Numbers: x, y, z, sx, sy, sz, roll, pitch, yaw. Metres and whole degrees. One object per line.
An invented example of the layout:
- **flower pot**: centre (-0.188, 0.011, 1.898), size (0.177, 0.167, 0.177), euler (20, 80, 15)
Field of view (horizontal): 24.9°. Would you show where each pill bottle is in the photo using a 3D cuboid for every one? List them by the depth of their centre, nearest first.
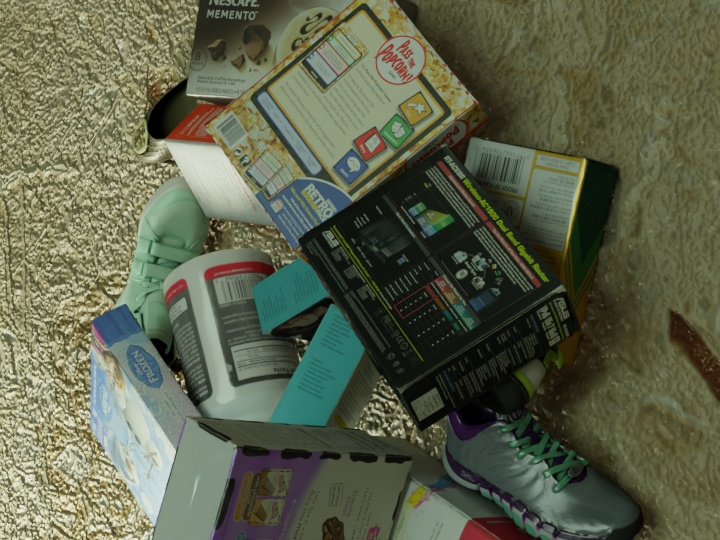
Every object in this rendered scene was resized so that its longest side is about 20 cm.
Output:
- **pill bottle**: centre (-0.112, 0.090, 1.531), size (0.110, 0.110, 0.202), euler (-29, 67, 35)

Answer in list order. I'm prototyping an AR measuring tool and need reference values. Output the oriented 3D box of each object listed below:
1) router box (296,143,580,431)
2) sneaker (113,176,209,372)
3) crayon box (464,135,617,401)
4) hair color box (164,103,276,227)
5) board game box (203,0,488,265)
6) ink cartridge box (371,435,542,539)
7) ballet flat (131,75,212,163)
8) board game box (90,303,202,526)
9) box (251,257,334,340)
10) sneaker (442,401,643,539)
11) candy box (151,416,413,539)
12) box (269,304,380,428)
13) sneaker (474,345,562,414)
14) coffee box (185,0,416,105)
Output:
- **router box**: centre (0.059, 0.010, 1.287), size (0.149, 0.062, 0.200), euler (-32, 47, -3)
- **sneaker**: centre (-0.188, 0.014, 1.617), size (0.202, 0.073, 0.118), euler (-67, 27, 24)
- **crayon box**: centre (0.131, -0.002, 1.366), size (0.125, 0.051, 0.202), euler (16, 94, 42)
- **hair color box**: centre (-0.083, -0.096, 1.533), size (0.199, 0.102, 0.061), euler (10, 48, 42)
- **board game box**: centre (-0.014, -0.127, 1.398), size (0.200, 0.046, 0.152), euler (-38, 68, 5)
- **ink cartridge box**: centre (0.052, 0.247, 1.380), size (0.200, 0.085, 0.149), euler (32, 106, 42)
- **ballet flat**: centre (-0.176, -0.173, 1.669), size (0.199, 0.046, 0.068), euler (-30, 64, 35)
- **board game box**: centre (-0.193, 0.166, 1.554), size (0.199, 0.043, 0.201), euler (51, 152, 25)
- **box**: centre (0.000, 0.000, 1.463), size (0.199, 0.082, 0.050), euler (-31, 64, 35)
- **sneaker**: centre (0.137, 0.153, 1.305), size (0.199, 0.074, 0.088), euler (20, 132, 41)
- **candy box**: centre (-0.067, 0.211, 1.301), size (0.071, 0.199, 0.169), euler (23, 99, 44)
- **box**: centre (-0.044, 0.137, 1.424), size (0.049, 0.082, 0.201), euler (24, 76, 18)
- **sneaker**: centre (0.084, 0.049, 1.336), size (0.199, 0.072, 0.083), euler (31, 71, 39)
- **coffee box**: centre (-0.057, -0.206, 1.524), size (0.199, 0.080, 0.114), euler (9, 90, 31)
